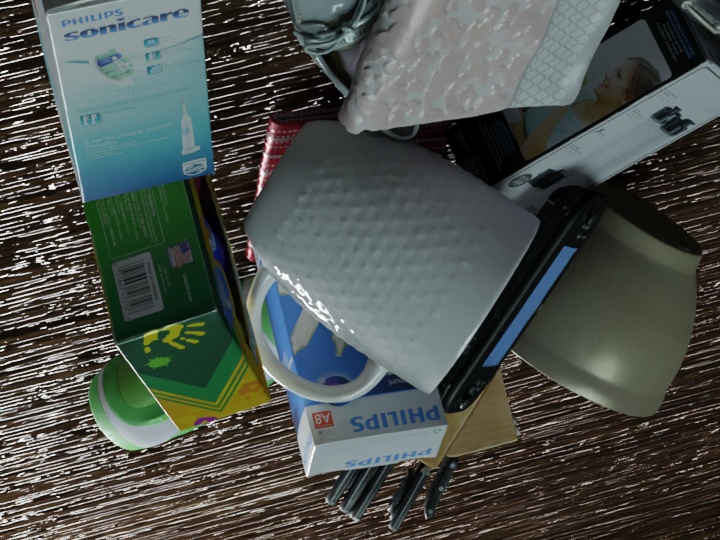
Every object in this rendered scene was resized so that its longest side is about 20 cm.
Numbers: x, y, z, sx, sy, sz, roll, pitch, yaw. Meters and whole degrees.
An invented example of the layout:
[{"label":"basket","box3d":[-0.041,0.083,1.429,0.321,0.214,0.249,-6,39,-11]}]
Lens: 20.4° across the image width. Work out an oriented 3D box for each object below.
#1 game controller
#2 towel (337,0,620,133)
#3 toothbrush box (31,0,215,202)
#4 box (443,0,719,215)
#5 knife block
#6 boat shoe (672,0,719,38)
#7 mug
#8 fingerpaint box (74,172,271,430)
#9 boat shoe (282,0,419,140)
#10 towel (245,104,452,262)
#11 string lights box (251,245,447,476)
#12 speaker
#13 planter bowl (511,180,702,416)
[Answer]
[{"label":"game controller","box3d":[0.121,0.023,1.511,0.200,0.042,0.104,-56,158,7]},{"label":"towel","box3d":[0.095,-0.174,1.290,0.191,0.032,0.200,-9,140,-33]},{"label":"toothbrush box","box3d":[-0.141,-0.154,1.129,0.085,0.147,0.200,-13,155,-9]},{"label":"box","box3d":[0.176,-0.115,1.476,0.200,0.060,0.117,-30,160,20]},{"label":"knife block","box3d":[0.041,0.117,1.729,0.175,0.200,0.064,-13,-176,2]},{"label":"boat shoe","box3d":[0.284,-0.179,1.427,0.060,0.074,0.200,-31,148,27]},{"label":"mug","box3d":[0.000,0.000,1.413,0.200,0.175,0.148,-57,180,9]},{"label":"fingerpaint box","box3d":[-0.130,-0.018,1.346,0.073,0.200,0.167,-18,154,2]},{"label":"boat shoe","box3d":[0.000,-0.153,1.311,0.074,0.065,0.202,-20,154,6]},{"label":"towel","box3d":[-0.011,-0.069,1.524,0.145,0.023,0.200,-8,151,-14]},{"label":"string lights box","box3d":[-0.010,0.047,1.500,0.103,0.200,0.059,-8,151,-13]},{"label":"speaker","box3d":[-0.130,0.076,1.666,0.200,0.089,0.088,-30,151,25]},{"label":"planter bowl","box3d":[0.194,0.006,1.638,0.200,0.200,0.135,13,115,-47]}]
